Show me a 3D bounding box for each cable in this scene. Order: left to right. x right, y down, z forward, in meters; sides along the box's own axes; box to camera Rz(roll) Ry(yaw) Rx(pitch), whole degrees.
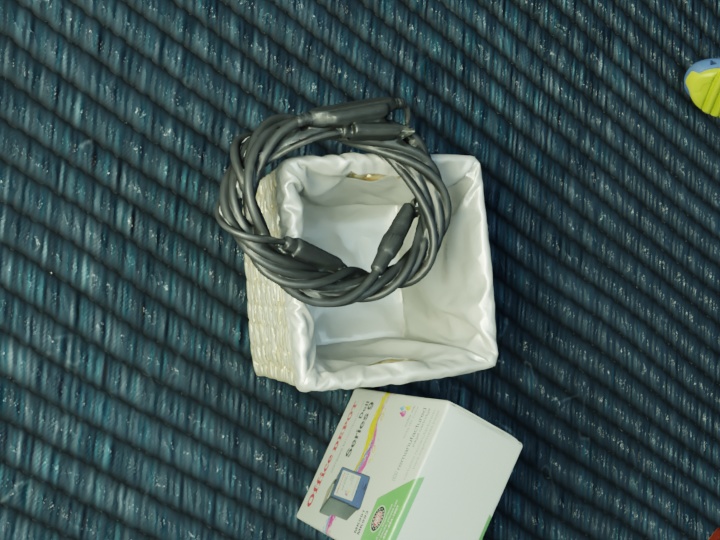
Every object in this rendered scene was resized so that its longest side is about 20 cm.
[{"bbox_3d":[-0.022,-0.050,0.725,0.200,0.051,0.163,-17,99,-29],"label":"cable"}]

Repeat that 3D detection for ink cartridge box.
[{"bbox_3d":[0.037,0.194,0.827,0.087,0.200,0.146,31,76,-17],"label":"ink cartridge box"}]

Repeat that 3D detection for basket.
[{"bbox_3d":[0.000,0.000,0.840,0.198,0.161,0.200,-4,90,-25],"label":"basket"}]

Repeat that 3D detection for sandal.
[{"bbox_3d":[0.492,-0.245,1.142,0.200,0.080,0.087,-1,57,-20],"label":"sandal"}]

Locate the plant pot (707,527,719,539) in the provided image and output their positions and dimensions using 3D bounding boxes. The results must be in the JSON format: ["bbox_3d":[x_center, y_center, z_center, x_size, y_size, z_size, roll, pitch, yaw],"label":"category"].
[{"bbox_3d":[0.471,0.450,1.032,0.200,0.176,0.200,-40,104,-21],"label":"plant pot"}]
